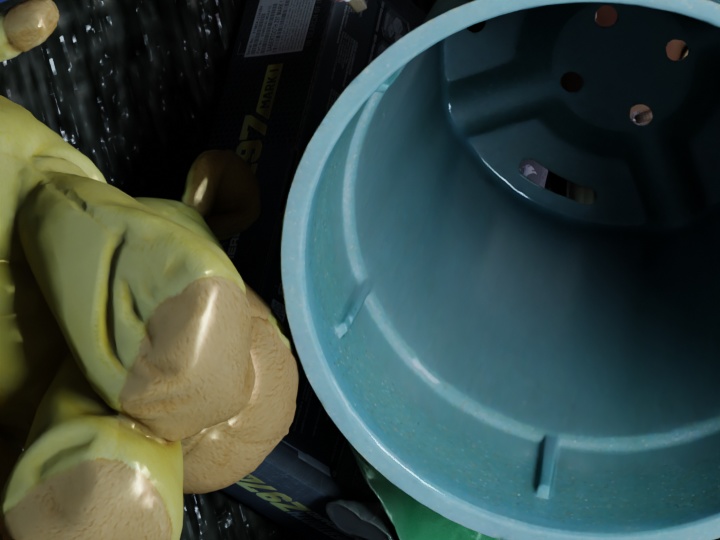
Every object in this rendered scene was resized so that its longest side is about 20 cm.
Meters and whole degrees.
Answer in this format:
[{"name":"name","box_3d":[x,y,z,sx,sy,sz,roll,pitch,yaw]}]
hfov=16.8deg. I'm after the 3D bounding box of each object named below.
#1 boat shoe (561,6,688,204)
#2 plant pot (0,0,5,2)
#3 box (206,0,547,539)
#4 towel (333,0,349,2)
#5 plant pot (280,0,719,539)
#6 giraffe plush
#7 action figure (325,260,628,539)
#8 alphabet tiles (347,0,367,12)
[{"name":"boat shoe","box_3d":[0.126,-0.068,1.037,0.076,0.072,0.200,-38,141,-14]},{"name":"plant pot","box_3d":[-0.170,-0.146,0.635,0.200,0.179,0.201,-27,110,-47]},{"name":"box","box_3d":[0.000,0.000,0.945,0.158,0.051,0.201,34,62,-45]},{"name":"towel","box_3d":[-0.082,-0.149,0.732,0.030,0.200,0.147,-37,119,-28]},{"name":"plant pot","box_3d":[0.088,-0.039,0.847,0.196,0.200,0.201,-71,144,-62]},{"name":"giraffe plush","box_3d":[-0.089,0.024,0.781,0.162,0.172,0.200,24,36,-59]},{"name":"action figure","box_3d":[0.070,0.055,0.937,0.200,0.055,0.118,-39,124,-35]},{"name":"alphabet tiles","box_3d":[-0.048,-0.184,0.824,0.166,0.006,0.200,44,21,-52]}]
